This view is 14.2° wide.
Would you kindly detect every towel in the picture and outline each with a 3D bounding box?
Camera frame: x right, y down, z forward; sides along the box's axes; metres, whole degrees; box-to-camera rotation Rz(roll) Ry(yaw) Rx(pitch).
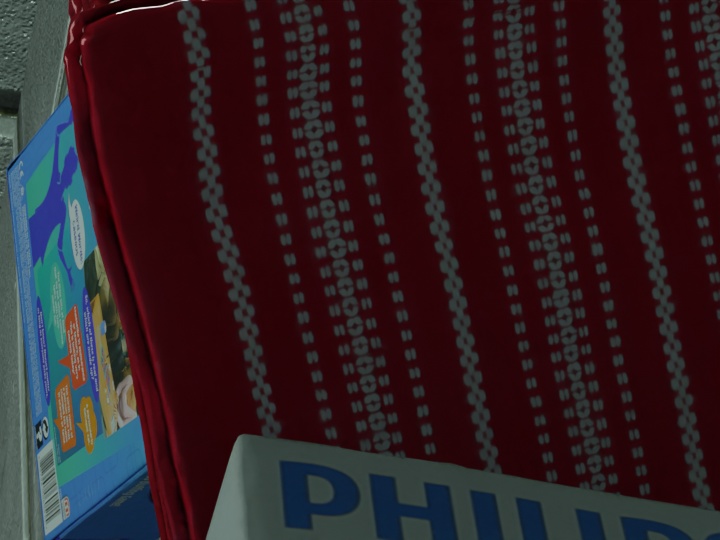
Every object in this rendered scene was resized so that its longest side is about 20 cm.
[{"bbox_3d":[0.046,0.001,0.551,0.022,0.199,0.146,-172,71,-67],"label":"towel"}]

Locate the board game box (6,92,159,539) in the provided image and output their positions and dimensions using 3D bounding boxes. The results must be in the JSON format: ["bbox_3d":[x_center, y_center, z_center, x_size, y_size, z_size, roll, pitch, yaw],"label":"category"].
[{"bbox_3d":[-0.069,0.001,1.003,0.200,0.045,0.153,141,125,-61],"label":"board game box"}]

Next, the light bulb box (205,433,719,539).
[{"bbox_3d":[0.063,0.147,0.452,0.201,0.197,0.125,-98,22,-49],"label":"light bulb box"}]
